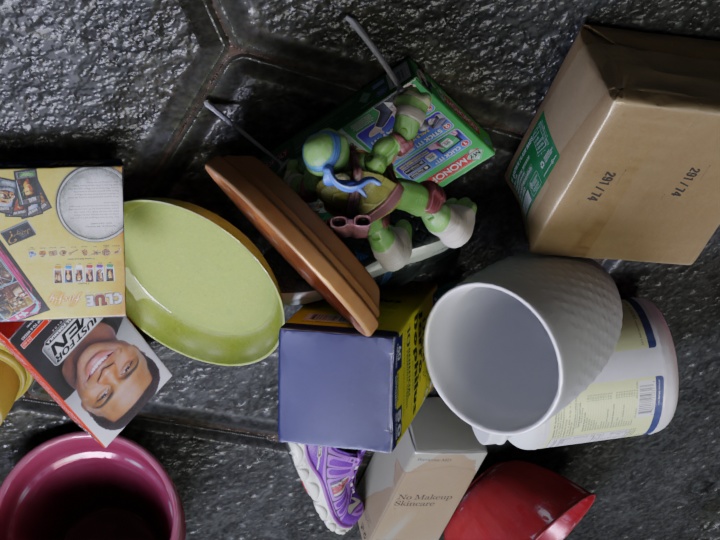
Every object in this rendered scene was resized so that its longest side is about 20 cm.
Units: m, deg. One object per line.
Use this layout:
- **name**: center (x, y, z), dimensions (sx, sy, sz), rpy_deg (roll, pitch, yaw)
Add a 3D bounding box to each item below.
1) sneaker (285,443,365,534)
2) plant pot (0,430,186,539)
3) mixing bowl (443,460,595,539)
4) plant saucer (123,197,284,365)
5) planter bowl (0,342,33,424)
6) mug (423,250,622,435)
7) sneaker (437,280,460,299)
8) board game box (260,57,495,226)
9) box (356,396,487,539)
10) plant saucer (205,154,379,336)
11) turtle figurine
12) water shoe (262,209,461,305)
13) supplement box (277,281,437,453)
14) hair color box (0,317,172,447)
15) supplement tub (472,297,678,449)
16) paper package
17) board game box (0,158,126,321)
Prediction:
- **sneaker**: center (-0.025, 0.225, 1.768), dimensions (0.083, 0.081, 0.201), rpy_deg (-22, 140, 0)
- **plant pot**: center (-0.282, 0.293, 1.693), dimensions (0.198, 0.201, 0.179), rpy_deg (-11, 156, -5)
- **mixing bowl**: center (0.171, 0.297, 1.861), dimensions (0.200, 0.108, 0.200), rpy_deg (-39, 162, -16)
- **plant saucer**: center (-0.153, 0.005, 1.436), dimensions (0.199, 0.031, 0.201), rpy_deg (17, 138, 17)
- **planter bowl**: center (-0.394, 0.114, 1.494), dimensions (0.199, 0.084, 0.201), rpy_deg (-9, 148, -6)
- **mug**: center (0.149, 0.064, 1.491), dimensions (0.200, 0.148, 0.175), rpy_deg (-32, 177, 40)
- **sneaker**: center (0.025, 0.067, 1.599), dimensions (0.199, 0.078, 0.080), rpy_deg (-28, 130, 17)
- **board game box**: center (0.004, -0.095, 1.431), dimensions (0.199, 0.029, 0.134), rpy_deg (-32, 138, 20)
- **box**: center (0.066, 0.234, 1.803), dimensions (0.094, 0.078, 0.201), rpy_deg (2, 138, -18)
- **plant saucer**: center (-0.050, -0.028, 1.328), dimensions (0.037, 0.200, 0.200), rpy_deg (-45, 138, -4)
- **turtle figurine**: center (0.007, -0.098, 1.343), dimensions (0.144, 0.200, 0.194), rpy_deg (-46, 136, 1)
- **water shoe**: center (0.000, 0.000, 1.465), dimensions (0.198, 0.072, 0.079), rpy_deg (-16, 146, 5)
- **supplement box**: center (0.001, 0.082, 1.473), dimensions (0.109, 0.200, 0.110), rpy_deg (4, 105, 13)
- **hair color box**: center (-0.266, 0.070, 1.486), dimensions (0.102, 0.061, 0.200), rpy_deg (-48, 143, -14)
- **supplement tub**: center (0.216, 0.109, 1.648), dimensions (0.198, 0.146, 0.146), rpy_deg (-6, 140, -10)
- **paper package**: center (0.254, -0.111, 1.432), dimensions (0.189, 0.104, 0.201), rpy_deg (4, 138, -20)
- **board game box**: center (-0.303, -0.025, 1.354), dimensions (0.198, 0.035, 0.137), rpy_deg (-2, 104, -12)
